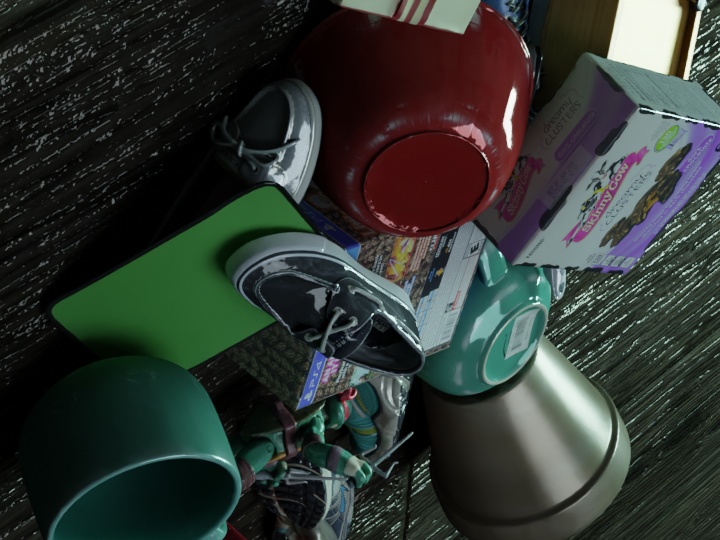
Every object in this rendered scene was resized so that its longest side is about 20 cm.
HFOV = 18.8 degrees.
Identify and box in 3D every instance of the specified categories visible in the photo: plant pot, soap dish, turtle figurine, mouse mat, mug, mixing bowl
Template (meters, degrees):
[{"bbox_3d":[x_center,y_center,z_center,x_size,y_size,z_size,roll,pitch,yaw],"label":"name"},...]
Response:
[{"bbox_3d":[0.140,0.138,2.074,0.200,0.200,0.174,-44,134,-16],"label":"plant pot"},{"bbox_3d":[0.220,-0.198,1.863,0.200,0.081,0.158,12,90,-58],"label":"soap dish"},{"bbox_3d":[-0.066,0.151,1.822,0.199,0.101,0.150,-21,-178,-25],"label":"turtle figurine"},{"bbox_3d":[-0.117,0.016,1.614,0.199,0.008,0.161,-30,145,7],"label":"mouse mat"},{"bbox_3d":[0.092,0.031,1.935,0.152,0.114,0.185,-54,152,1],"label":"mug"},{"bbox_3d":[0.041,-0.099,1.625,0.199,0.109,0.201,-5,132,-5],"label":"mixing bowl"},{"bbox_3d":[-0.178,0.146,1.630,0.151,0.115,0.185,-14,146,-17],"label":"mug"}]

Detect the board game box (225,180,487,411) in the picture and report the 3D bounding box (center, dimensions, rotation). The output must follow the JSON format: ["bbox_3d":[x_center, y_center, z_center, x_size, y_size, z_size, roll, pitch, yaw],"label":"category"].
[{"bbox_3d":[0.000,0.000,1.783,0.199,0.097,0.160,-19,137,-45],"label":"board game box"}]

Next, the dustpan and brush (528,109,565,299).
[{"bbox_3d":[0.156,-0.074,1.901,0.139,0.057,0.201,-21,117,-45],"label":"dustpan and brush"}]

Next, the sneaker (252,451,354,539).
[{"bbox_3d":[-0.045,0.194,1.979,0.086,0.077,0.201,-56,159,-33],"label":"sneaker"}]

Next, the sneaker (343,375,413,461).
[{"bbox_3d":[0.003,0.113,1.946,0.200,0.079,0.078,96,9,-68],"label":"sneaker"}]

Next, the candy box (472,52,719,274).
[{"bbox_3d":[0.201,-0.083,1.783,0.168,0.072,0.200,-52,152,21],"label":"candy box"}]

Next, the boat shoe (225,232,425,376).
[{"bbox_3d":[-0.021,0.033,1.626,0.072,0.068,0.200,-37,142,19],"label":"boat shoe"}]

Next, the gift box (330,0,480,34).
[{"bbox_3d":[0.030,-0.274,1.431,0.184,0.200,0.187,-3,123,-61],"label":"gift box"}]

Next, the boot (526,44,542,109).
[{"bbox_3d":[0.083,-0.183,1.674,0.131,0.070,0.201,12,130,-16],"label":"boot"}]

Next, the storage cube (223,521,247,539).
[{"bbox_3d":[-0.136,0.335,1.867,0.200,0.180,0.171,-42,150,-17],"label":"storage cube"}]

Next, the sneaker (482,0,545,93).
[{"bbox_3d":[0.119,-0.185,1.764,0.078,0.089,0.201,-22,136,-44],"label":"sneaker"}]

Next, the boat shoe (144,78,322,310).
[{"bbox_3d":[-0.099,-0.055,1.605,0.065,0.074,0.202,7,125,-53],"label":"boat shoe"}]
